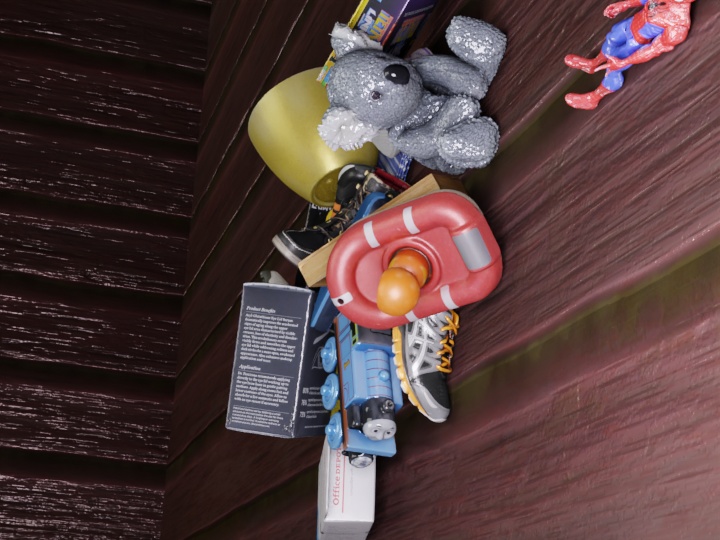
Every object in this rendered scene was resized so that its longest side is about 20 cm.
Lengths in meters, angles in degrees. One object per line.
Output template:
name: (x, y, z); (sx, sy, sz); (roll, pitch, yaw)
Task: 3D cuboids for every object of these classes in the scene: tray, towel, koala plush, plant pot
tray: (0.029, -0.046, 1.430); (0.199, 0.098, 0.037); (-34, 77, 21)
towel: (0.038, -0.115, 1.750); (0.145, 0.024, 0.202); (-116, 40, -65)
koala plush: (0.047, -0.204, 1.435); (0.184, 0.198, 0.180); (152, 125, -70)
plant pot: (-0.050, -0.179, 1.775); (0.143, 0.198, 0.201); (67, 149, 27)

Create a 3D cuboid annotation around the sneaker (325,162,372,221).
sneaker: (-0.011, -0.070, 1.713); (0.201, 0.069, 0.091); (115, 165, -60)

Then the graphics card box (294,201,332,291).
graphics card box: (-0.059, -0.020, 1.885); (0.125, 0.050, 0.202); (-28, -49, -75)

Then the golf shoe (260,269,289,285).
golf shoe: (-0.076, 0.069, 1.800); (0.201, 0.088, 0.077); (53, 172, 21)

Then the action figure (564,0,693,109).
action figure: (0.238, -0.205, 1.064); (0.200, 0.051, 0.066); (143, 137, -64)

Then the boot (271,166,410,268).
boot: (-0.018, -0.066, 1.603); (0.151, 0.199, 0.073); (-52, 58, 18)

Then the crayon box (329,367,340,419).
crayon box: (0.003, 0.116, 1.685); (0.127, 0.050, 0.203); (154, 123, -71)

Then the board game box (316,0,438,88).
board game box: (0.033, -0.314, 1.577); (0.166, 0.056, 0.200); (-56, -5, 23)

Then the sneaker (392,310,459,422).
sneaker: (0.080, 0.076, 1.411); (0.078, 0.076, 0.202); (18, -120, -68)

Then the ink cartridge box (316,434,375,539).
ink cartridge box: (-0.018, 0.284, 1.574); (0.200, 0.066, 0.117); (103, 169, -66)

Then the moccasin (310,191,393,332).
moccasin: (0.000, 0.000, 1.542); (0.201, 0.068, 0.081); (-61, 13, 22)

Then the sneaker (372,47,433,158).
sneaker: (0.067, -0.226, 1.615); (0.073, 0.114, 0.201); (48, 164, 8)

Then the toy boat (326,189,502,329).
toy boat: (0.049, 0.004, 1.310); (0.199, 0.131, 0.131); (-20, 18, 30)

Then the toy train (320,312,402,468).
toy train: (0.005, 0.138, 1.488); (0.114, 0.086, 0.202); (128, 145, -48)

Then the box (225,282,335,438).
box: (-0.101, 0.124, 1.662); (0.148, 0.103, 0.203); (22, -106, -72)
